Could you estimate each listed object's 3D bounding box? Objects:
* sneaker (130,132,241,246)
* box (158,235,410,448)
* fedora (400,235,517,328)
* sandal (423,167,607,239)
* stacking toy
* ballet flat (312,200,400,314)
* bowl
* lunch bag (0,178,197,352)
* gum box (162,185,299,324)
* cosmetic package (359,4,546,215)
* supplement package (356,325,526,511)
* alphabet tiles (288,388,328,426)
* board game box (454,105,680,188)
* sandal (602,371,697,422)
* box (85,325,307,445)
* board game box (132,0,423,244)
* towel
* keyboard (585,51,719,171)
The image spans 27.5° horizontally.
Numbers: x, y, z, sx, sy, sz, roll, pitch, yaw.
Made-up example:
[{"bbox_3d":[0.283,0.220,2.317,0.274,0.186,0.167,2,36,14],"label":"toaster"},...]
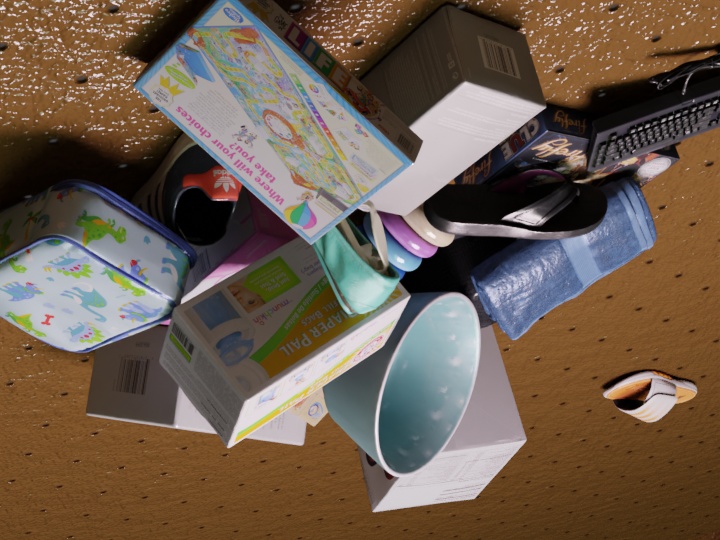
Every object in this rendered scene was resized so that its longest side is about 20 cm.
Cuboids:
[{"bbox_3d":[-0.163,-0.048,1.365,0.075,0.085,0.200,-2,152,-25],"label":"sneaker"},{"bbox_3d":[-0.069,0.053,1.355,0.200,0.113,0.101,-32,163,-30],"label":"box"},{"bbox_3d":[0.112,0.013,1.633,0.200,0.092,0.201,-12,155,-6],"label":"fedora"},{"bbox_3d":[0.161,-0.068,1.443,0.200,0.075,0.048,-4,135,-23],"label":"sandal"},{"bbox_3d":[0.000,0.000,1.496,0.200,0.086,0.085,-44,146,17],"label":"stacking toy"},{"bbox_3d":[-0.028,-0.057,1.289,0.070,0.200,0.067,-30,-169,14],"label":"ballet flat"},{"bbox_3d":[0.032,0.106,1.553,0.105,0.202,0.201,17,171,30],"label":"bowl"},{"bbox_3d":[-0.256,0.001,1.337,0.161,0.083,0.200,34,144,-30],"label":"lunch bag"},{"bbox_3d":[-0.121,-0.009,1.488,0.113,0.066,0.200,9,145,-40],"label":"gum box"},{"bbox_3d":[0.055,-0.136,1.308,0.107,0.091,0.200,11,148,-41],"label":"cosmetic package"},{"bbox_3d":[0.085,0.172,1.832,0.146,0.192,0.200,-5,153,-19],"label":"supplement package"},{"bbox_3d":[-0.033,0.085,1.599,0.166,0.006,0.200,-47,136,4],"label":"alphabet tiles"},{"bbox_3d":[0.212,-0.107,1.512,0.199,0.035,0.135,6,148,-38],"label":"board game box"},{"bbox_3d":[0.458,0.200,2.254,0.206,0.059,0.079,10,145,-42],"label":"sandal"},{"bbox_3d":[-0.174,0.125,1.627,0.152,0.107,0.200,2,171,41],"label":"box"},{"bbox_3d":[-0.067,-0.126,1.181,0.200,0.034,0.134,42,129,-16],"label":"board game box"},{"bbox_3d":[0.215,-0.013,1.544,0.200,0.049,0.112,-32,142,1],"label":"towel"},{"bbox_3d":[0.315,-0.162,1.433,0.199,0.021,0.127,-21,147,-13],"label":"keyboard"}]
